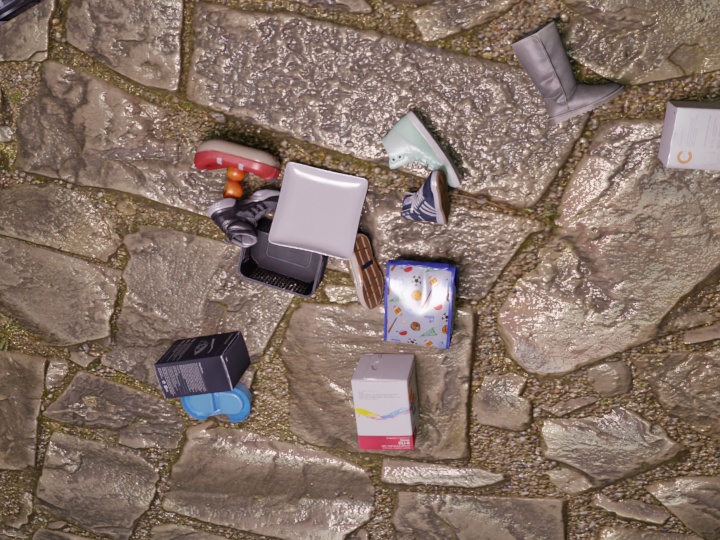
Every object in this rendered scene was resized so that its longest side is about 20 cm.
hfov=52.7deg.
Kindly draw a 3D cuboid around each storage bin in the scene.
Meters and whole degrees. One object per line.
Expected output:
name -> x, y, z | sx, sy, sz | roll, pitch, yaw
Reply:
storage bin -> -0.186, -0.032, 1.781 | 0.199, 0.094, 0.136 | 17, 114, 6

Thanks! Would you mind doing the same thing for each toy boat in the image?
toy boat -> -0.293, -0.227, 1.695 | 0.199, 0.131, 0.131 | 16, 93, 7

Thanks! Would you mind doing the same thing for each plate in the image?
plate -> -0.098, -0.138, 1.709 | 0.199, 0.032, 0.200 | 12, 82, 2

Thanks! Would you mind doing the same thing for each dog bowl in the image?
dog bowl -> -0.391, 0.354, 2.001 | 0.199, 0.050, 0.112 | 1, 112, 11

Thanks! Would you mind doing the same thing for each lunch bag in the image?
lunch bag -> 0.145, 0.068, 1.735 | 0.169, 0.124, 0.201 | 4, 120, 12

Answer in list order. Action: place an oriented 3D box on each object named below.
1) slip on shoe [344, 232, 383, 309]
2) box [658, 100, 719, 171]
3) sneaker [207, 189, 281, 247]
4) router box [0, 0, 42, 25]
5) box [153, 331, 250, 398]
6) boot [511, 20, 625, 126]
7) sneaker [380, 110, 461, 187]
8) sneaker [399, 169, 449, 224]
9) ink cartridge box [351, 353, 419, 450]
slip on shoe -> 0.000, 0.000, 1.775 | 0.060, 0.076, 0.201 | 16, 131, 49
box -> 0.730, -0.274, 1.486 | 0.199, 0.098, 0.125 | 5, 113, 9
sneaker -> -0.249, -0.117, 1.693 | 0.075, 0.200, 0.114 | -42, 69, 52
router box -> -0.847, -0.670, 1.691 | 0.199, 0.052, 0.158 | -19, 106, 19
box -> -0.412, 0.247, 1.909 | 0.199, 0.148, 0.105 | -8, 109, 16
boot -> 0.433, -0.423, 1.514 | 0.181, 0.073, 0.201 | -21, 99, 17
sneaker -> 0.133, -0.245, 1.636 | 0.118, 0.074, 0.201 | -38, 90, 16
sneaker -> 0.138, -0.164, 1.624 | 0.108, 0.200, 0.070 | 9, 69, 15
ink cartridge box -> 0.066, 0.328, 1.840 | 0.144, 0.145, 0.201 | -2, 111, 13
